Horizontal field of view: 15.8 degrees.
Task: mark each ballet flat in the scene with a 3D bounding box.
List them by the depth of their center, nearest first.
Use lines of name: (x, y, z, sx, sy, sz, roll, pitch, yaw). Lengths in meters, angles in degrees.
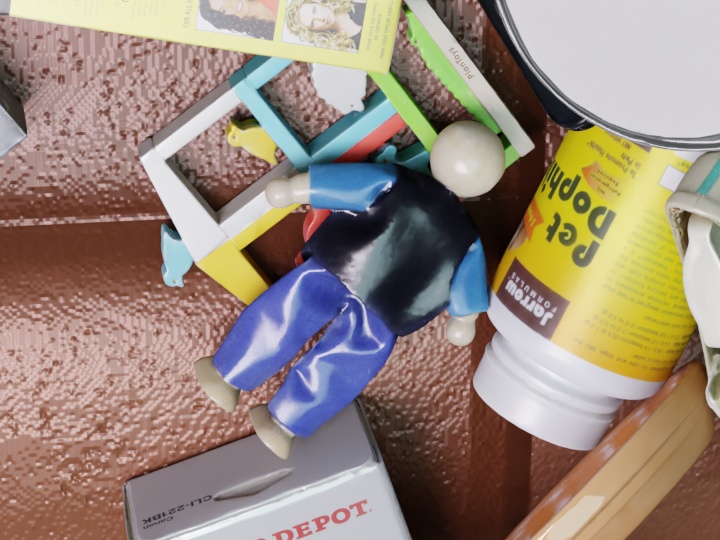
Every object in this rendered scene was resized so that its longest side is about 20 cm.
ballet flat: (0.192, 0.034, 1.296, 0.069, 0.070, 0.201, -19, 117, -2)

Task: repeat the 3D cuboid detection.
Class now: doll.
doll: (0.000, 0.000, 1.348, 0.136, 0.048, 0.200, 42, 100, -13)

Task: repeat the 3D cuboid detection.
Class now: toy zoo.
toy zoo: (-0.024, -0.055, 1.359, 0.200, 0.020, 0.131, -37, 114, 7)

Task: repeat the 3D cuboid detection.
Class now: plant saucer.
plant saucer: (0.120, 0.129, 1.370, 0.037, 0.200, 0.200, 45, 100, 3)

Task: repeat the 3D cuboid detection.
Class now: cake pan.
cake pan: (0.151, -0.149, 1.215, 0.199, 0.037, 0.202, 6, 110, 16)

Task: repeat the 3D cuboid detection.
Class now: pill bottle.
pill bottle: (0.137, -0.010, 1.360, 0.109, 0.109, 0.201, 21, 107, -18)

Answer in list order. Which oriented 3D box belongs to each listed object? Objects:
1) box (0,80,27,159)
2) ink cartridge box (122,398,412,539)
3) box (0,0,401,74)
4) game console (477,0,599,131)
box: (-0.286, -0.098, 1.278, 0.158, 0.048, 0.200, -36, 115, 6)
ink cartridge box: (-0.032, 0.191, 1.428, 0.143, 0.084, 0.201, -20, 116, -2)
box: (-0.081, -0.143, 1.271, 0.198, 0.075, 0.050, 7, 111, -7)
game console: (0.104, -0.196, 1.245, 0.200, 0.173, 0.118, -43, 151, 26)
